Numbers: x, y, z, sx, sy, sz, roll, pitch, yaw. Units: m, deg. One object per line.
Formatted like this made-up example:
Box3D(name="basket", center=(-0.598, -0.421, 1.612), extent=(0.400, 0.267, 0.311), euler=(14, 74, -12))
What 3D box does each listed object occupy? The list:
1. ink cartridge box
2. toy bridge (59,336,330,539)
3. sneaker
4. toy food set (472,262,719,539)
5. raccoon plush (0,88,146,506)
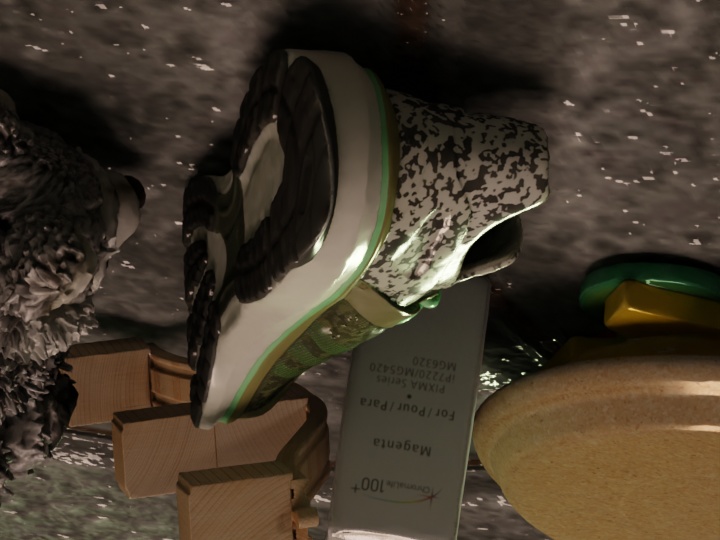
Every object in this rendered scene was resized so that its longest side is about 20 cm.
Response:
Box3D(name="ink cartridge box", center=(0.005, 0.113, 0.901), extent=(0.043, 0.174, 0.200), euler=(9, 158, 1))
Box3D(name="toy bridge", center=(-0.044, 0.053, 0.866), extent=(0.067, 0.027, 0.200), euler=(-7, -168, -17))
Box3D(name="sneaker", center=(0.000, 0.000, 0.777), extent=(0.088, 0.077, 0.200), euler=(3, 164, -14))
Box3D(name="toy food set", center=(0.135, 0.060, 0.879), extent=(0.199, 0.049, 0.198), euler=(15, 158, -9))
Box3D(name="raccoon plush", center=(-0.146, 0.033, 0.791), extent=(0.097, 0.200, 0.134), euler=(42, 158, 7))
